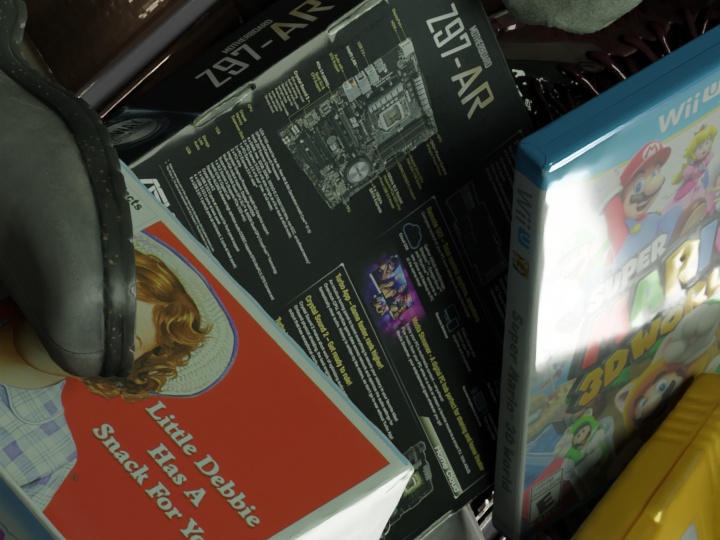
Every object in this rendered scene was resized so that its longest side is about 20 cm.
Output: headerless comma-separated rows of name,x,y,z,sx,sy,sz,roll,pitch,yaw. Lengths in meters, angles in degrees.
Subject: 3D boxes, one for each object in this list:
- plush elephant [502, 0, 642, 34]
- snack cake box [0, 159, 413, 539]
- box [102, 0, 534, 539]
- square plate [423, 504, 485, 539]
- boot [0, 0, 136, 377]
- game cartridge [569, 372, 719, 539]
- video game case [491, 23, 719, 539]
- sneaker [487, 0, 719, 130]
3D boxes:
plush elephant,0.091,-0.158,1.012,0.155,0.200,0.165,-22,70,2
snack cake box,-0.095,0.036,0.883,0.115,0.067,0.200,-28,64,-37
box,0.000,0.000,1.018,0.160,0.044,0.200,-37,121,-20
square plate,0.018,0.215,1.082,0.200,0.028,0.198,-40,115,-32
boot,-0.152,-0.030,0.839,0.132,0.200,0.070,-11,134,-24
game cartridge,0.107,0.166,1.050,0.200,0.032,0.176,-47,136,-37
video game case,0.109,0.000,1.020,0.143,0.018,0.200,-30,143,-27
sneaker,0.114,-0.082,1.099,0.200,0.115,0.076,-36,113,-34
